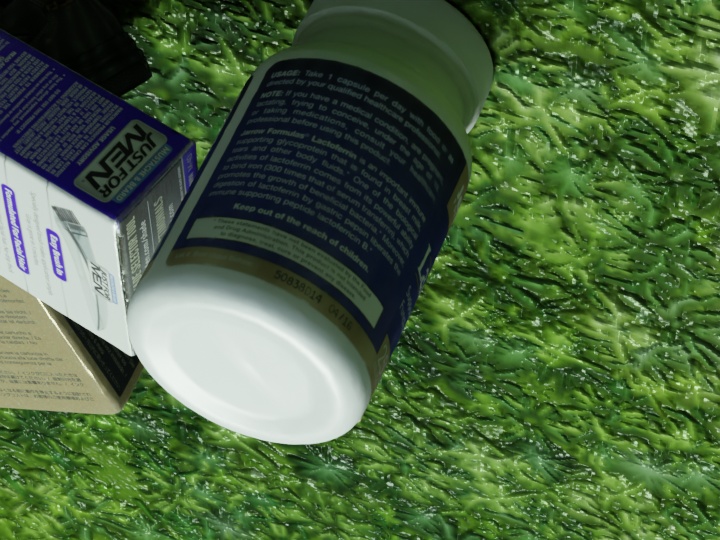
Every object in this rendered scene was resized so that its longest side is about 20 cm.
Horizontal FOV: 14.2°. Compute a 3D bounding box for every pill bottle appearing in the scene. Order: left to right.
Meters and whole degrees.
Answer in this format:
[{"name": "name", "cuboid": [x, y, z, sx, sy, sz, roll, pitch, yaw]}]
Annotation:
[{"name": "pill bottle", "cuboid": [-0.017, -0.031, 1.310, 0.115, 0.200, 0.116, 18, 148, 12]}]

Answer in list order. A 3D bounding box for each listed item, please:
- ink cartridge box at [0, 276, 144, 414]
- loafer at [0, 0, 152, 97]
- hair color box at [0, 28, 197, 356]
[{"name": "ink cartridge box", "cuboid": [-0.232, -0.001, 1.609, 0.199, 0.075, 0.165, 3, 139, 32]}, {"name": "loafer", "cuboid": [-0.182, -0.105, 1.453, 0.200, 0.073, 0.072, -14, 104, 47]}, {"name": "hair color box", "cuboid": [-0.170, -0.055, 1.358, 0.200, 0.065, 0.109, 32, 151, 20]}]
